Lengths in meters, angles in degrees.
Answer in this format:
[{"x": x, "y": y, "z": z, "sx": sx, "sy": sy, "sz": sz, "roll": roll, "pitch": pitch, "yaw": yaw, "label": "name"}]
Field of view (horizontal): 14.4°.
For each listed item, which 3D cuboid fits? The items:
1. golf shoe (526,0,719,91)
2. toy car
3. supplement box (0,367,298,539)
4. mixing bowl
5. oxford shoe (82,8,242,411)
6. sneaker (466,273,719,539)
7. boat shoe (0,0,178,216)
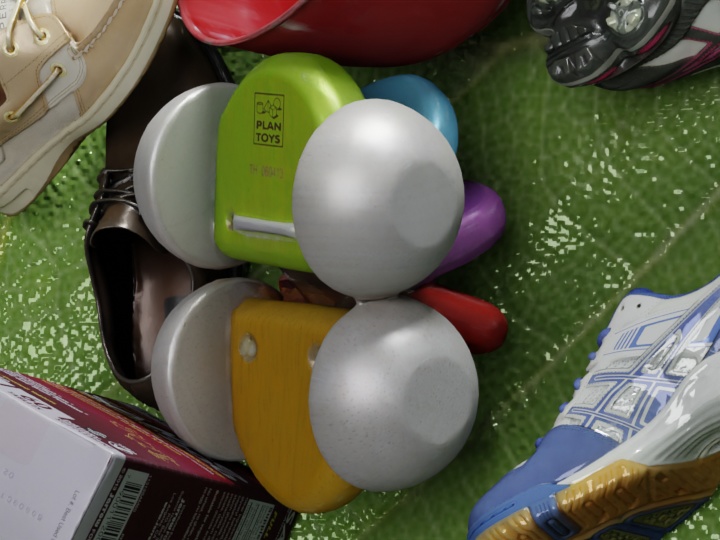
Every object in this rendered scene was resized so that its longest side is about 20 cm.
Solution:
[{"x": 0.168, "y": -0.136, "z": 1.230, "sx": 0.199, "sy": 0.088, "sz": 0.078, "roll": -23, "pitch": 65, "yaw": 35, "label": "golf shoe"}, {"x": 0.000, "y": 0.000, "z": 1.260, "sx": 0.175, "sy": 0.149, "sz": 0.201, "roll": 8, "pitch": 107, "yaw": 51, "label": "toy car"}, {"x": -0.117, "y": 0.095, "z": 1.267, "sx": 0.108, "sy": 0.200, "sz": 0.061, "roll": 27, "pitch": 91, "yaw": 24, "label": "supplement box"}, {"x": 0.017, "y": -0.169, "z": 1.287, "sx": 0.200, "sy": 0.108, "sz": 0.201, "roll": -40, "pitch": 35, "yaw": 36, "label": "mixing bowl"}, {"x": -0.093, "y": -0.034, "z": 1.345, "sx": 0.072, "sy": 0.084, "sz": 0.201, "roll": -12, "pitch": 75, "yaw": 22, "label": "oxford shoe"}, {"x": 0.126, "y": 0.059, "z": 1.253, "sx": 0.199, "sy": 0.075, "sz": 0.088, "roll": -33, "pitch": 59, "yaw": 7, "label": "sneaker"}, {"x": -0.148, "y": -0.102, "z": 1.341, "sx": 0.200, "sy": 0.069, "sz": 0.074, "roll": -49, "pitch": 29, "yaw": 36, "label": "boat shoe"}]
